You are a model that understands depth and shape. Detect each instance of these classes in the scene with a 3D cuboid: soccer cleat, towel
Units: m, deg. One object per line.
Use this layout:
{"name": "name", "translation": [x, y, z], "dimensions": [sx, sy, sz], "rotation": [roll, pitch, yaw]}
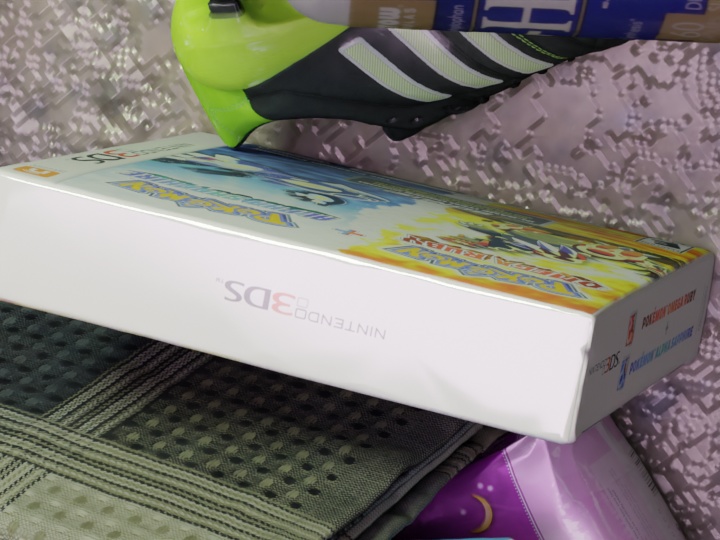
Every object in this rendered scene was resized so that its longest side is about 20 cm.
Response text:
{"name": "soccer cleat", "translation": [0.036, -0.087, 1.000], "dimensions": [0.198, 0.068, 0.081], "rotation": [-8, 139, 7]}
{"name": "towel", "translation": [-0.066, 0.054, 0.976], "dimensions": [0.199, 0.192, 0.035], "rotation": [16, 121, 30]}

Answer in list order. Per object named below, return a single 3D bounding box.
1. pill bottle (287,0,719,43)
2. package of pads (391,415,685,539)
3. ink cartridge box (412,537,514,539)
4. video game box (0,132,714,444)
{"name": "pill bottle", "translation": [0.027, -0.132, 0.896], "dimensions": [0.198, 0.120, 0.121], "rotation": [2, 101, -1]}
{"name": "package of pads", "translation": [0.077, 0.150, 1.018], "dimensions": [0.120, 0.076, 0.201], "rotation": [-32, 88, 22]}
{"name": "ink cartridge box", "translation": [-0.041, 0.170, 0.971], "dimensions": [0.199, 0.125, 0.129], "rotation": [-5, 108, 44]}
{"name": "video game box", "translation": [0.000, 0.000, 0.960], "dimensions": [0.199, 0.182, 0.047], "rotation": [13, 102, 16]}
